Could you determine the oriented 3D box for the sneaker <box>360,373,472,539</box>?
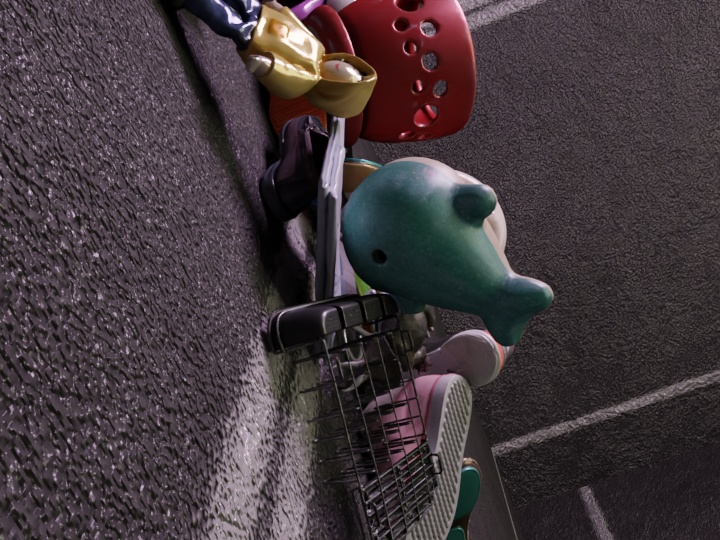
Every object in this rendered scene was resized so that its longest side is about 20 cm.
[{"bbox_3d":[0.043,0.200,0.815,0.075,0.104,0.201,42,55,-42],"label":"sneaker"}]

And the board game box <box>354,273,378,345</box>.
[{"bbox_3d":[0.001,0.024,1.137,0.200,0.030,0.096,-78,150,-71],"label":"board game box"}]

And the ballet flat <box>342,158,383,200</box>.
[{"bbox_3d":[0.017,-0.095,1.016,0.200,0.068,0.063,9,87,-74],"label":"ballet flat"}]

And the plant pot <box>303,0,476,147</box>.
[{"bbox_3d":[0.028,-0.256,1.034,0.200,0.182,0.201,163,-90,-74],"label":"plant pot"}]

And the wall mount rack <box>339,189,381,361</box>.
[{"bbox_3d":[0.000,0.000,0.924,0.174,0.074,0.201,42,37,-66],"label":"wall mount rack"}]

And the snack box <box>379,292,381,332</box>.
[{"bbox_3d":[0.039,0.048,1.134,0.200,0.024,0.072,-87,179,-57],"label":"snack box"}]

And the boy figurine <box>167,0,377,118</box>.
[{"bbox_3d":[-0.074,-0.202,0.719,0.200,0.064,0.125,33,36,-18],"label":"boy figurine"}]

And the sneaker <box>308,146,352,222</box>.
[{"bbox_3d":[-0.042,-0.123,1.087,0.200,0.073,0.082,-87,162,-46],"label":"sneaker"}]

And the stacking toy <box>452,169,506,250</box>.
[{"bbox_3d":[0.086,-0.026,0.980,0.200,0.146,0.147,110,-38,-75],"label":"stacking toy"}]

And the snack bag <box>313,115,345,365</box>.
[{"bbox_3d":[-0.026,-0.042,0.782,0.200,0.021,0.189,-86,179,-57],"label":"snack bag"}]

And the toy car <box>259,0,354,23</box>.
[{"bbox_3d":[-0.092,-0.378,1.146,0.150,0.175,0.201,-36,110,-46],"label":"toy car"}]

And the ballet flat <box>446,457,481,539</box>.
[{"bbox_3d":[0.092,0.266,0.902,0.065,0.070,0.201,-121,-153,-49],"label":"ballet flat"}]

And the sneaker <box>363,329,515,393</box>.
[{"bbox_3d":[0.090,0.112,0.906,0.082,0.200,0.077,-14,88,-50],"label":"sneaker"}]

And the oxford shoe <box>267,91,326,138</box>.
[{"bbox_3d":[-0.080,-0.210,1.017,0.073,0.071,0.201,67,6,-63],"label":"oxford shoe"}]

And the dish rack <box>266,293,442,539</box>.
[{"bbox_3d":[0.005,0.117,0.662,0.153,0.054,0.201,-10,85,-61],"label":"dish rack"}]

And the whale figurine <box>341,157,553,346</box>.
[{"bbox_3d":[0.069,-0.008,0.712,0.200,0.159,0.104,42,39,10],"label":"whale figurine"}]

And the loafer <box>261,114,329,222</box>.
[{"bbox_3d":[-0.052,-0.118,0.863,0.072,0.063,0.200,59,22,-26],"label":"loafer"}]

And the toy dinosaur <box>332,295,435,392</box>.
[{"bbox_3d":[0.048,0.050,0.816,0.201,0.077,0.102,-63,168,-15],"label":"toy dinosaur"}]
